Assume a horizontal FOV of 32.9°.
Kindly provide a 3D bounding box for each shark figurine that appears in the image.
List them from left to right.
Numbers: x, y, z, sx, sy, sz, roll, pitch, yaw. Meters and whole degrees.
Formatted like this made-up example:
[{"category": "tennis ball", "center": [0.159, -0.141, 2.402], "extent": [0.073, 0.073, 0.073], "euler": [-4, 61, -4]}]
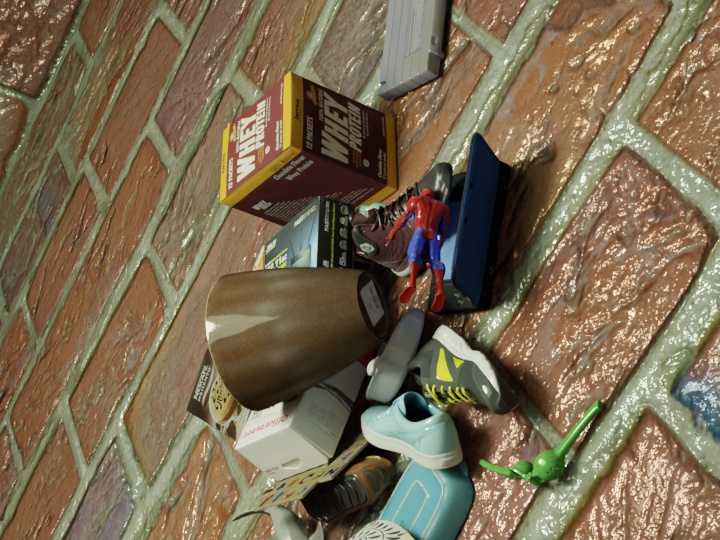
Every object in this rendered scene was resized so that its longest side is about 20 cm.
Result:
[{"category": "shark figurine", "center": [-0.118, 0.376, 1.715], "extent": [0.215, 0.089, 0.129], "euler": [47, 138, 49]}]

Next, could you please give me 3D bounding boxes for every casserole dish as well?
[{"category": "casserole dish", "center": [0.070, 0.316, 1.541], "extent": [0.201, 0.039, 0.121], "euler": [-63, 33, 13]}]

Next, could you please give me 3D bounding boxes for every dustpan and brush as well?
[{"category": "dustpan and brush", "center": [0.036, 0.119, 1.587], "extent": [0.200, 0.057, 0.140], "euler": [-85, 20, -82]}]

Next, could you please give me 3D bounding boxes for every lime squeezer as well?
[{"category": "lime squeezer", "center": [0.199, 0.215, 1.402], "extent": [0.200, 0.038, 0.071], "euler": [-37, 46, 43]}]

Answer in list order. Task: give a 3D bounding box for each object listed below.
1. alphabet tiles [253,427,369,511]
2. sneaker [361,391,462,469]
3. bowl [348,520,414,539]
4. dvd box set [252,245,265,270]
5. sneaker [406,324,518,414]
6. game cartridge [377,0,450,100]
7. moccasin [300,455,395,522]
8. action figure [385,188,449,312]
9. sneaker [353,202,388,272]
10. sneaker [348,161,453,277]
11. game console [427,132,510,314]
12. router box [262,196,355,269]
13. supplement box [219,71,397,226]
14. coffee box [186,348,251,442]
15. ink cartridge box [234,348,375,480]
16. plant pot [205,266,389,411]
[{"category": "alphabet tiles", "center": [-0.061, 0.271, 1.677], "extent": [0.166, 0.006, 0.200], "euler": [-40, 8, -37]}, {"category": "sneaker", "center": [0.063, 0.187, 1.559], "extent": [0.199, 0.073, 0.083], "euler": [12, 114, 56]}, {"category": "bowl", "center": [0.002, 0.415, 1.490], "extent": [0.200, 0.094, 0.203], "euler": [5, 96, 55]}, {"category": "dvd box set", "center": [-0.134, 0.053, 1.986], "extent": [0.200, 0.029, 0.147], "euler": [31, 100, 56]}, {"category": "sneaker", "center": [0.124, 0.141, 1.501], "extent": [0.085, 0.075, 0.200], "euler": [-41, 25, -4]}, {"category": "game cartridge", "center": [0.086, -0.372, 1.877], "extent": [0.129, 0.038, 0.202], "euler": [-14, 62, 48]}, {"category": "moccasin", "center": [-0.022, 0.290, 1.654], "extent": [0.074, 0.077, 0.201], "euler": [57, 143, 5]}, {"category": "action figure", "center": [0.073, -0.019, 1.549], "extent": [0.099, 0.065, 0.201], "euler": [117, 166, -45]}, {"category": "sneaker", "center": [0.000, 0.000, 1.782], "extent": [0.200, 0.077, 0.141], "euler": [-46, 41, 48]}, {"category": "sneaker", "center": [0.046, -0.076, 1.660], "extent": [0.076, 0.115, 0.201], "euler": [-86, 16, -48]}, {"category": "game console", "center": [0.121, -0.057, 1.582], "extent": [0.170, 0.118, 0.202], "euler": [-9, 66, 54]}, {"category": "router box", "center": [-0.079, 0.000, 1.782], "extent": [0.200, 0.062, 0.151], "euler": [-35, 47, 54]}, {"category": "supplement box", "center": [-0.081, -0.169, 1.864], "extent": [0.197, 0.199, 0.134], "euler": [-32, 49, 44]}, {"category": "coffee box", "center": [-0.190, 0.204, 1.945], "extent": [0.199, 0.079, 0.114], "euler": [15, 87, 57]}, {"category": "ink cartridge box", "center": [-0.077, 0.180, 1.728], "extent": [0.146, 0.083, 0.201], "euler": [-29, 29, 46]}, {"category": "plant pot", "center": [-0.069, 0.069, 1.595], "extent": [0.199, 0.187, 0.188], "euler": [-17, 57, 23]}]
